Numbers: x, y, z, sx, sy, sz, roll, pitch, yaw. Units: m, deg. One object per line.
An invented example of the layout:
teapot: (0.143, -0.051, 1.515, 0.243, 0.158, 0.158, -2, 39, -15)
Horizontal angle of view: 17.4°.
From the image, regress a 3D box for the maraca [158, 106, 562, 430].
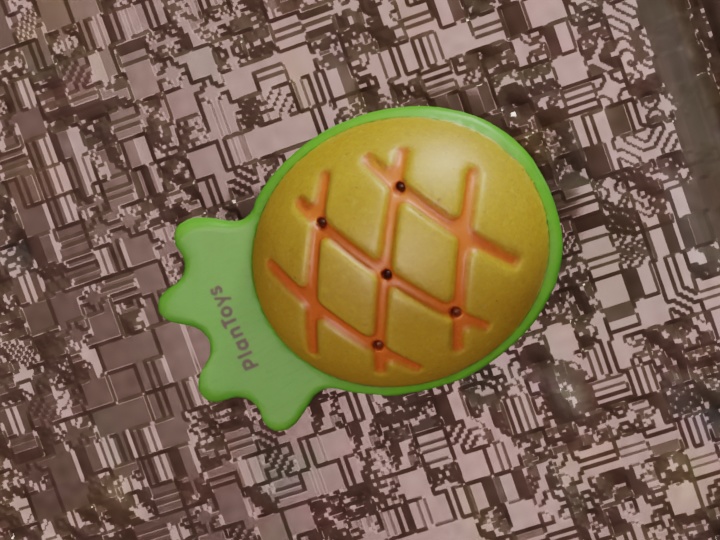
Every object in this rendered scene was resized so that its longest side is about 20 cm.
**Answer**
maraca: (0.000, 0.000, 1.138, 0.200, 0.107, 0.137, -24, 95, 13)
